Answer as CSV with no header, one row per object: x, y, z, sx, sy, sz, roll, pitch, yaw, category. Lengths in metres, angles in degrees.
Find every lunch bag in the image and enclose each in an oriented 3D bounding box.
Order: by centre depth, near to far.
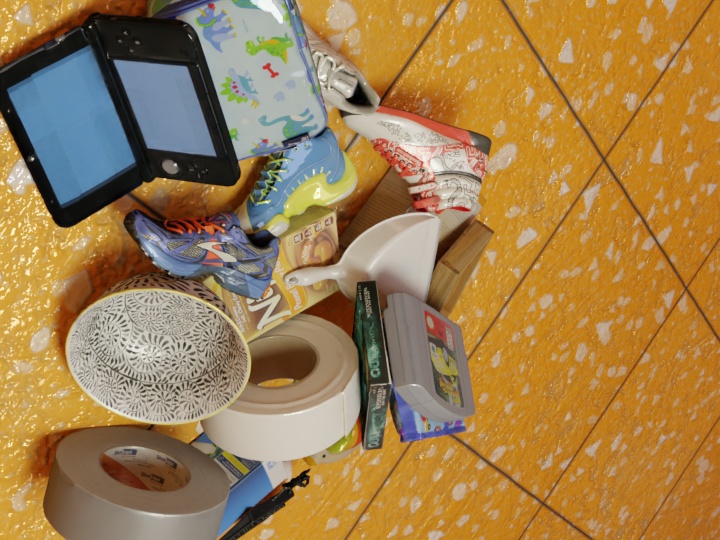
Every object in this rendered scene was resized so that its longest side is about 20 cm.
-0.129,-0.209,1.165,0.159,0.083,0.201,-15,131,2,lunch bag
0.062,0.140,1.434,0.200,0.093,0.152,23,56,-74,lunch bag

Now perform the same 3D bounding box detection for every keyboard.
-0.121,0.314,1.490,0.127,0.021,0.200,-44,172,8,keyboard

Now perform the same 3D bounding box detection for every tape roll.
-0.249,0.249,1.270,0.199,0.200,0.067,4,110,-47,tape roll
-0.098,0.135,1.353,0.202,0.202,0.071,-26,130,-33,tape roll

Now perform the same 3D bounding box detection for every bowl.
-0.217,0.067,1.247,0.199,0.095,0.202,-1,130,-1,bowl

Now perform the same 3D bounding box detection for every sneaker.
-0.168,-0.034,1.220,0.199,0.075,0.079,19,106,-45,sneaker
-0.049,-0.232,1.267,0.199,0.087,0.075,20,101,-48,sneaker
-0.099,-0.106,1.321,0.199,0.076,0.106,-31,114,-29,sneaker
0.063,-0.132,1.390,0.200,0.067,0.109,13,87,-20,sneaker

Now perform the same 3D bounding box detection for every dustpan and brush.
0.000,0.000,1.391,0.199,0.057,0.141,-17,130,-36,dustpan and brush

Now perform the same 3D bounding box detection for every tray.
0.116,0.025,1.555,0.099,0.037,0.201,-47,166,-36,tray

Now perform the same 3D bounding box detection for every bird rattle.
-0.016,0.195,1.586,0.199,0.112,0.164,-21,140,-52,bird rattle

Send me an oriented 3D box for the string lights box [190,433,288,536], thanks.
-0.200,0.279,1.413,0.200,0.103,0.059,-39,138,-23,string lights box

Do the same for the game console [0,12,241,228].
-0.233,-0.136,1.112,0.201,0.169,0.119,76,31,-45,game console

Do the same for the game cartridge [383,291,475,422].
0.088,0.114,1.373,0.200,0.041,0.134,31,50,-59,game cartridge

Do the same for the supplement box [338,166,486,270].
0.062,-0.056,1.498,0.201,0.073,0.126,-53,139,-6,supplement box

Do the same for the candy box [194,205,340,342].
-0.115,0.007,1.369,0.199,0.055,0.116,-30,131,-31,candy box

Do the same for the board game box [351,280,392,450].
0.011,0.121,1.387,0.028,0.136,0.200,-5,150,-5,board game box
